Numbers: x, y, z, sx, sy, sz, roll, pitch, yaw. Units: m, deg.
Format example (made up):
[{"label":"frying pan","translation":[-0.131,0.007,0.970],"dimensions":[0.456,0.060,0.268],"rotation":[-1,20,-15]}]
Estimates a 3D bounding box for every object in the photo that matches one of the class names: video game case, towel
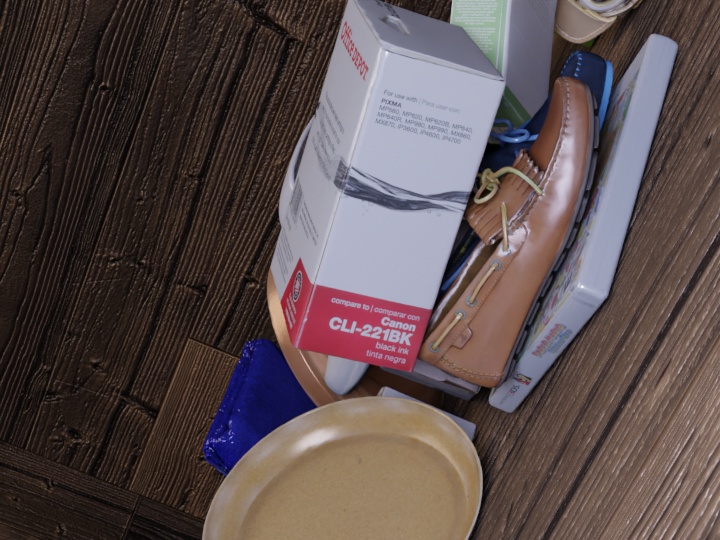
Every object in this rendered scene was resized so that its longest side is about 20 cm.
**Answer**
[{"label":"video game case","translation":[0.143,-0.028,1.200],"dimensions":[0.182,0.023,0.200],"rotation":[118,173,-60]},{"label":"towel","translation":[-0.041,0.162,1.461],"dimensions":[0.050,0.200,0.148],"rotation":[-32,20,24]}]

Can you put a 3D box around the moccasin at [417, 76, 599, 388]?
[{"label":"moccasin","translation":[0.091,-0.028,1.157],"dimensions":[0.074,0.078,0.202],"rotation":[-83,16,-72]}]

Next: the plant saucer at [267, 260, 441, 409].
[{"label":"plant saucer","translation":[0.002,0.056,1.547],"dimensions":[0.032,0.200,0.200],"rotation":[-32,22,29]}]

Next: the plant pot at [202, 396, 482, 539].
[{"label":"plant pot","translation":[-0.010,0.169,1.251],"dimensions":[0.028,0.200,0.200],"rotation":[64,-148,-40]}]

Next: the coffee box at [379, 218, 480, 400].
[{"label":"coffee box","translation":[0.067,0.029,1.349],"dimensions":[0.200,0.080,0.115],"rotation":[74,-143,-84]}]

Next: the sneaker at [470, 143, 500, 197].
[{"label":"sneaker","translation":[0.117,-0.080,1.439],"dimensions":[0.200,0.078,0.070],"rotation":[120,173,-65]}]

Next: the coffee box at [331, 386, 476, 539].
[{"label":"coffee box","translation":[0.010,0.202,1.329],"dimensions":[0.113,0.080,0.200],"rotation":[118,173,-50]}]

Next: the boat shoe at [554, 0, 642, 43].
[{"label":"boat shoe","translation":[0.182,-0.223,1.375],"dimensions":[0.069,0.074,0.200],"rotation":[-63,2,-29]}]

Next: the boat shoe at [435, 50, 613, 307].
[{"label":"boat shoe","translation":[0.105,-0.057,1.214],"dimensions":[0.084,0.069,0.200],"rotation":[137,156,-81]}]

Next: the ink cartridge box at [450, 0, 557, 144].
[{"label":"ink cartridge box","translation":[0.107,-0.202,1.310],"dimensions":[0.146,0.048,0.200],"rotation":[30,-116,-70]}]

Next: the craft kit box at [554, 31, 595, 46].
[{"label":"craft kit box","translation":[0.129,-0.276,1.477],"dimensions":[0.198,0.200,0.049],"rotation":[120,170,-68]}]

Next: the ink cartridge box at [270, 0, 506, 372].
[{"label":"ink cartridge box","translation":[0.013,-0.059,1.180],"dimensions":[0.144,0.084,0.200],"rotation":[-112,36,-67]}]

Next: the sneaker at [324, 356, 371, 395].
[{"label":"sneaker","translation":[0.000,0.000,1.427],"dimensions":[0.070,0.080,0.201],"rotation":[-57,-15,-70]}]

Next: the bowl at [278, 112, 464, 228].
[{"label":"bowl","translation":[0.026,-0.043,1.550],"dimensions":[0.075,0.199,0.200],"rotation":[-59,4,32]}]
